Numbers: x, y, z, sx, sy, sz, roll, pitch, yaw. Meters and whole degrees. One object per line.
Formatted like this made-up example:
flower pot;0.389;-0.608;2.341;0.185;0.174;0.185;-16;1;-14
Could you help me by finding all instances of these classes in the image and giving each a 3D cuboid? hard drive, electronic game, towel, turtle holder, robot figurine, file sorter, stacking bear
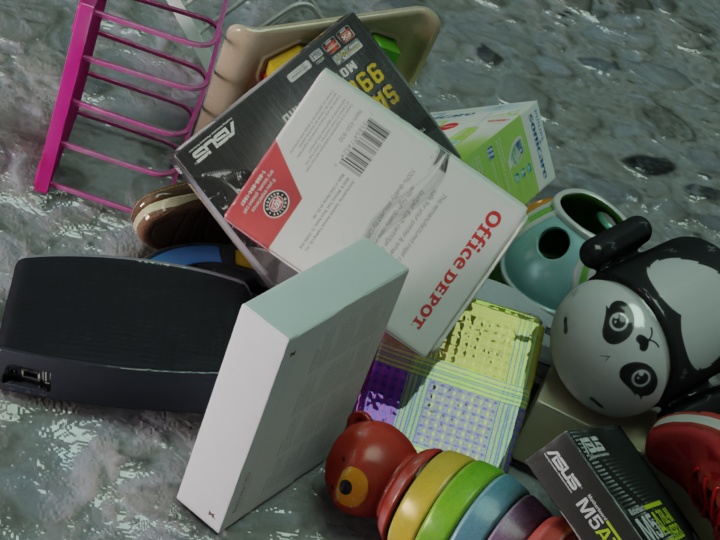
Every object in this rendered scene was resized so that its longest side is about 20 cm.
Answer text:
hard drive;-0.189;0.046;1.367;0.199;0.042;0.135;6;48;-3
electronic game;-0.108;0.045;1.455;0.199;0.042;0.200;15;36;-11
towel;0.069;0.104;1.422;0.143;0.023;0.201;18;64;-3
turtle holder;0.200;0.011;1.585;0.140;0.132;0.186;2;40;-27
robot figurine;0.254;0.045;1.446;0.199;0.125;0.150;-23;46;-31
file sorter;-0.202;-0.171;1.544;0.125;0.201;0.139;17;36;-7
stacking bear;0.059;0.187;1.309;0.200;0.122;0.114;32;30;19
file sorter;-0.091;-0.223;1.685;0.139;0.124;0.200;51;7;-49

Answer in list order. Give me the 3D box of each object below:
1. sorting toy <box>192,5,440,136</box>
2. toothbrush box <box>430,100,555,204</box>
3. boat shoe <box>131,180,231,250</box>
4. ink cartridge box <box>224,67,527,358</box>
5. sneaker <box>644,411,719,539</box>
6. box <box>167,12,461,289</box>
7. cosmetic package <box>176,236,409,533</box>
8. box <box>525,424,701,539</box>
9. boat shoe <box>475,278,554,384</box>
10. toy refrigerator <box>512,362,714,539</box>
sorting toy;-0.040;-0.164;1.558;0.199;0.185;0.037;-7;61;-23
toothbrush box;0.074;-0.084;1.622;0.145;0.086;0.200;-3;21;35
boat shoe;-0.135;-0.066;1.554;0.202;0.075;0.075;-5;54;-49
ink cartridge box;0.013;-0.047;1.376;0.200;0.147;0.083;35;5;-4
sneaker;0.280;0.184;1.322;0.115;0.079;0.200;-42;36;-27
box;-0.039;-0.096;1.454;0.200;0.048;0.159;-39;99;-10
cosmetic package;-0.052;0.086;1.295;0.052;0.201;0.151;35;37;19
box;0.218;0.208;1.303;0.194;0.047;0.200;58;15;15
boat shoe;0.149;0.073;1.531;0.199;0.070;0.071;25;34;1
toy refrigerator;0.234;0.164;1.464;0.199;0.070;0.076;26;29;4
